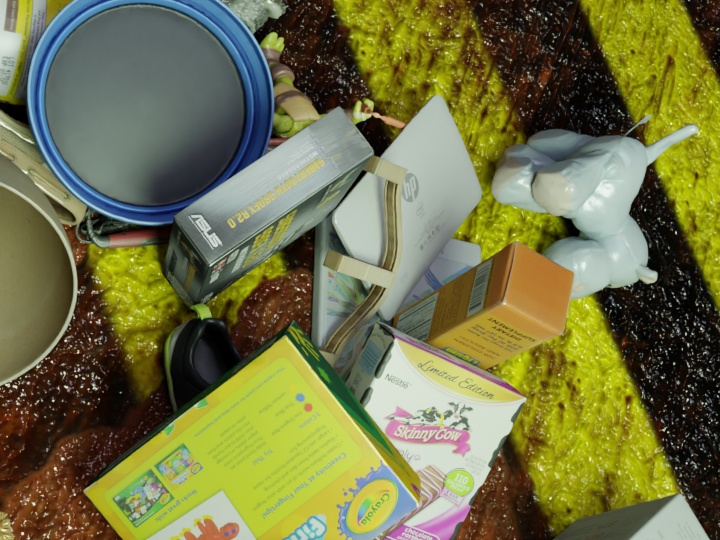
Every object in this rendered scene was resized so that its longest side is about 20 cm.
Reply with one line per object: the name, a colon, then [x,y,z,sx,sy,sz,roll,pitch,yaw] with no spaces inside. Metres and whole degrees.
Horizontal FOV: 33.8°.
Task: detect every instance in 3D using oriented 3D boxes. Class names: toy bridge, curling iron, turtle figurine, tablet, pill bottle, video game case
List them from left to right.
pill bottle: [-0.232,-0.187,1.025,0.200,0.109,0.109,8,67,-27]
curling iron: [-0.157,-0.044,1.060,0.200,0.026,0.050,-2,69,-31]
turtle figurine: [-0.063,-0.157,1.114,0.200,0.064,0.161,-11,53,-37]
toy bridge: [0.000,0.000,1.057,0.067,0.027,0.200,18,93,-38]
video game case: [0.038,0.050,1.138,0.182,0.022,0.200,13,65,-25]
tablet: [0.050,-0.063,1.136,0.200,0.014,0.130,-52,129,-35]

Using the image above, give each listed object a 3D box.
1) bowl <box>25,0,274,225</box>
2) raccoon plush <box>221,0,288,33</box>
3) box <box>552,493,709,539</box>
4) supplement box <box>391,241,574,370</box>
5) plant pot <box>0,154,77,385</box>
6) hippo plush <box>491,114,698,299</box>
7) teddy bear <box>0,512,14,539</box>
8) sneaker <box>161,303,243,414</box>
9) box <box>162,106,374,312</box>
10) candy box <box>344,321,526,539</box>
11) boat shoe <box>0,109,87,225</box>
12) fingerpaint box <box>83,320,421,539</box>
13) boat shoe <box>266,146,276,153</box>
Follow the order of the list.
bowl: [-0.170,-0.136,0.966,0.200,0.039,0.201,0,91,-21]
raccoon plush: [-0.130,-0.301,1.099,0.134,0.200,0.097,-12,44,-34]
box: [0.207,0.304,1.051,0.200,0.152,0.106,-30,88,-35]
supplement box: [0.098,0.047,1.039,0.066,0.200,0.069,26,61,-18]
plant pot: [-0.318,-0.023,0.880,0.200,0.200,0.135,12,29,-26]
hippo plush: [0.236,-0.060,1.252,0.200,0.159,0.161,-22,113,-20]
teddy bear: [-0.341,0.194,0.831,0.200,0.067,0.145,33,55,-15]
sneaker: [-0.114,0.126,0.980,0.072,0.083,0.200,-17,79,-34]
box: [-0.083,-0.044,0.975,0.158,0.200,0.048,-35,87,-17]
candy box: [0.033,0.163,1.005,0.136,0.061,0.200,25,94,-19]
boat shoe: [-0.312,-0.095,0.964,0.200,0.071,0.065,20,61,-24]
fingerpaint box: [-0.080,0.167,0.922,0.200,0.073,0.167,-38,94,7]
boat shoe: [-0.111,-0.090,1.095,0.200,0.073,0.063,5,103,-36]
